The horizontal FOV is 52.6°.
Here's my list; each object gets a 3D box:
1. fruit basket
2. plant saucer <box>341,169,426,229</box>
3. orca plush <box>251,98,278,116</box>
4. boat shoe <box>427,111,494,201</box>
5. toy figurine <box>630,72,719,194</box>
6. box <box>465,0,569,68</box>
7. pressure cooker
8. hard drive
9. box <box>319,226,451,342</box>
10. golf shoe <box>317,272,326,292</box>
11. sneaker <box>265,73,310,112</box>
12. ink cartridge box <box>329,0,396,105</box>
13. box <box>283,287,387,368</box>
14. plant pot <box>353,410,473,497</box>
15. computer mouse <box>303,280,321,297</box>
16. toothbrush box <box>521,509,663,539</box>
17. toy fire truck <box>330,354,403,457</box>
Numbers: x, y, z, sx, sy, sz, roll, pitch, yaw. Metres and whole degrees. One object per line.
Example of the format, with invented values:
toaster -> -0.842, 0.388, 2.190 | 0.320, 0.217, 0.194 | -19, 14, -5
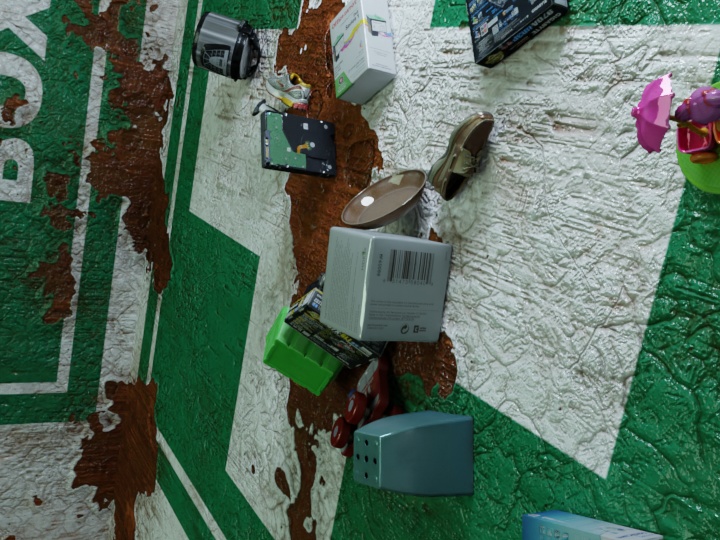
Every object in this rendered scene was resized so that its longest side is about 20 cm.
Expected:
fruit basket -> -0.123, 0.176, 1.753 | 0.156, 0.212, 0.218 | -56, 43, 37
plant saucer -> 0.054, -0.141, 1.513 | 0.199, 0.200, 0.037 | 15, 140, 57
orca plush -> -0.237, -0.394, 2.057 | 0.199, 0.105, 0.072 | 36, 159, 28
boat shoe -> 0.197, -0.210, 1.363 | 0.073, 0.074, 0.201 | 68, 148, 29
toy figurine -> 0.427, -0.184, 0.891 | 0.198, 0.181, 0.154 | -8, 80, 56
box -> 0.271, -0.482, 1.293 | 0.199, 0.045, 0.163 | -28, 63, 53
pressure cooker -> -0.403, -0.688, 2.244 | 0.176, 0.196, 0.182 | -107, 34, -86
hard drive -> -0.153, -0.310, 1.799 | 0.038, 0.197, 0.143 | -18, 72, 54
box -> 0.047, 0.027, 1.450 | 0.170, 0.196, 0.205 | 18, 102, 57
golf shoe -> 0.000, 0.000, 1.579 | 0.093, 0.200, 0.079 | 22, 148, 39
sneaker -> -0.194, -0.506, 2.011 | 0.199, 0.077, 0.084 | 38, 114, 42
ink cartridge box -> 0.003, -0.513, 1.682 | 0.144, 0.083, 0.205 | -28, 63, 53
box -> -0.056, 0.131, 1.596 | 0.159, 0.198, 0.050 | -36, 22, 58
plant pot -> 0.090, 0.343, 1.349 | 0.140, 0.197, 0.145 | -7, 81, 56
computer mouse -> -0.039, 0.066, 1.645 | 0.197, 0.046, 0.142 | -21, 44, 19
toothbrush box -> 0.334, 0.445, 1.059 | 0.199, 0.084, 0.150 | -11, 77, 57
toy fire truck -> 0.011, 0.301, 1.583 | 0.170, 0.110, 0.202 | -89, 24, -53
